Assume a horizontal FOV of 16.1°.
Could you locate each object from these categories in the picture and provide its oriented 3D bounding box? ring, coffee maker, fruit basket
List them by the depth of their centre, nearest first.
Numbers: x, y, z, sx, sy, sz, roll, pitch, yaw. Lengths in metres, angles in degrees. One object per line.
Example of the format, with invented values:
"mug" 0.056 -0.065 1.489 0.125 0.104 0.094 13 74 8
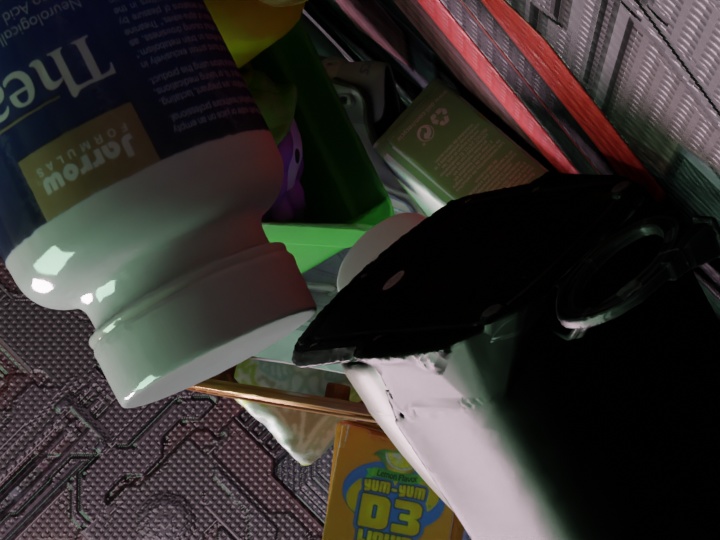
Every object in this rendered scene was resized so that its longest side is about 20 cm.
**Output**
"coffee maker" 0.093 0.079 0.917 0.200 0.135 0.192 56 173 -17
"fruit basket" -0.069 -0.105 1.089 0.155 0.216 0.216 3 -151 -42
"ring" -0.001 0.063 1.230 0.200 0.019 0.200 10 175 1

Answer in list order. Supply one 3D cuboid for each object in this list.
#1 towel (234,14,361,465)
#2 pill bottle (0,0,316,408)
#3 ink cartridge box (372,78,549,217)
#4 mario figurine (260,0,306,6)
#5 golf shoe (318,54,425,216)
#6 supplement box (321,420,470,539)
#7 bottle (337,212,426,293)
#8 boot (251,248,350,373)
"towel" -0.040 -0.025 1.339 0.200 0.171 0.048 44 180 -10
"pill bottle" -0.097 -0.055 0.953 0.200 0.111 0.111 63 180 7
"ink cartridge box" 0.102 0.016 1.107 0.200 0.048 0.146 42 177 25
"mario figurine" -0.099 -0.148 0.849 0.123 0.106 0.200 -15 145 35
"golf shoe" -0.024 -0.085 1.249 0.200 0.097 0.078 44 -145 0
"supplement box" 0.043 0.114 1.233 0.066 0.069 0.200 10 175 19
"bottle" 0.066 0.056 1.059 0.200 0.065 0.084 47 178 -32
"boot" 0.000 0.000 1.165 0.200 0.096 0.074 8 176 17
